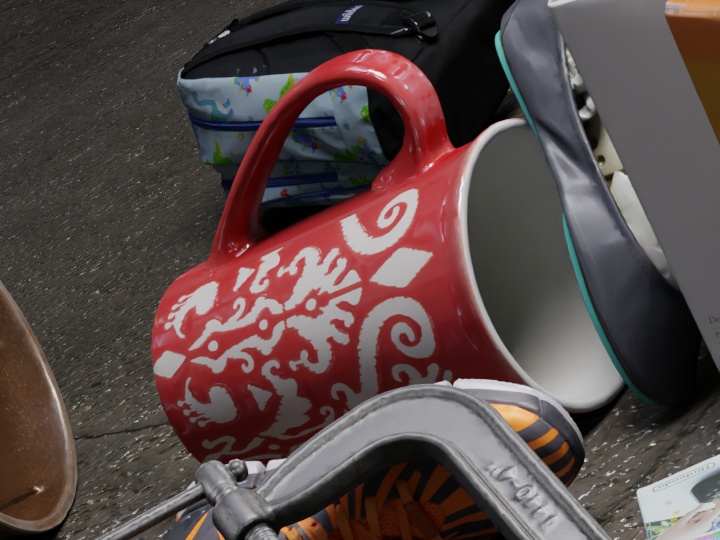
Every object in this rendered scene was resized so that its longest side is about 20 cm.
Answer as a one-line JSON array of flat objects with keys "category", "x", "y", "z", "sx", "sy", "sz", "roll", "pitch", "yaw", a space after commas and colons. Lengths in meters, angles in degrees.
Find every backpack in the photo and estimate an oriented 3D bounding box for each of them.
[{"category": "backpack", "x": -0.016, "y": -0.108, "z": 1.811, "sx": 0.199, "sy": 0.154, "sz": 0.163, "roll": 7, "pitch": 34, "yaw": 26}]

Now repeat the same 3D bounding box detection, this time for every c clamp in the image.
[{"category": "c clamp", "x": 0.004, "y": 0.120, "z": 1.142, "sx": 0.171, "sy": 0.027, "sz": 0.200, "roll": -36, "pitch": 45, "yaw": -15}]

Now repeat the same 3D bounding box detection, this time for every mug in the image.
[{"category": "mug", "x": 0.008, "y": 0.003, "z": 1.373, "sx": 0.199, "sy": 0.179, "sz": 0.133, "roll": -20, "pitch": -17, "yaw": 37}]

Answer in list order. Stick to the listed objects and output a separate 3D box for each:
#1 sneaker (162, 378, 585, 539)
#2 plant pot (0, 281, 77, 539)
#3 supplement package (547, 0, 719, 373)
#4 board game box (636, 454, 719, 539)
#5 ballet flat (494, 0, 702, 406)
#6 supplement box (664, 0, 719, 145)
[{"category": "sneaker", "x": -0.002, "y": 0.119, "z": 1.212, "sx": 0.199, "sy": 0.078, "sz": 0.112, "roll": -23, "pitch": 24, "yaw": 28}, {"category": "plant pot", "x": -0.283, "y": 0.089, "z": 1.536, "sx": 0.198, "sy": 0.201, "sz": 0.200, "roll": -30, "pitch": 15, "yaw": 17}, {"category": "supplement package", "x": 0.183, "y": -0.063, "z": 1.218, "sx": 0.119, "sy": 0.201, "sz": 0.121, "roll": -17, "pitch": 20, "yaw": 31}, {"category": "board game box", "x": 0.177, "y": 0.104, "z": 0.968, "sx": 0.147, "sy": 0.064, "sz": 0.200, "roll": -25, "pitch": 17, "yaw": 7}, {"category": "ballet flat", "x": 0.116, "y": -0.042, "z": 1.292, "sx": 0.073, "sy": 0.201, "sz": 0.073, "roll": -16, "pitch": -22, "yaw": -7}, {"category": "supplement box", "x": 0.187, "y": -0.022, "z": 1.090, "sx": 0.069, "sy": 0.201, "sz": 0.066, "roll": -29, "pitch": 17, "yaw": -17}]
